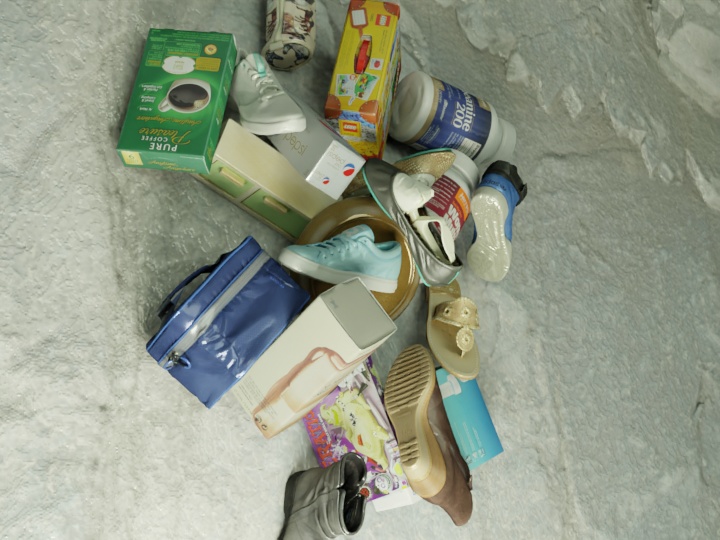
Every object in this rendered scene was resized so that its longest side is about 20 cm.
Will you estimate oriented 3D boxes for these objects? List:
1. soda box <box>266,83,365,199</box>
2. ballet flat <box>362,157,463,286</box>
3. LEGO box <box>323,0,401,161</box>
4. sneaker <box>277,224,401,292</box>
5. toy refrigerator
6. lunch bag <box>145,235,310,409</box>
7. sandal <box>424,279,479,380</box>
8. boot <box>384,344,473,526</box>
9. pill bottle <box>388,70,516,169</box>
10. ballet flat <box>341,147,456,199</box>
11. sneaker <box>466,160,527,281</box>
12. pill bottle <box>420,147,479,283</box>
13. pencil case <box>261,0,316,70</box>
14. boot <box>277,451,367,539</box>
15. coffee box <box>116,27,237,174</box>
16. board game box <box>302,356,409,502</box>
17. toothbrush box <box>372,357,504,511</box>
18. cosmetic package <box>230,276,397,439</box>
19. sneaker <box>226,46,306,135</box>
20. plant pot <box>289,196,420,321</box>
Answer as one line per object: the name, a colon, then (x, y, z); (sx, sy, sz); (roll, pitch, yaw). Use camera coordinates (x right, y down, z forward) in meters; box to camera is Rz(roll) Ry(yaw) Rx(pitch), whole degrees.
soda box: (-0.074, -0.178, 1.551); (0.063, 0.068, 0.200); (30, 13, -38)
ballet flat: (0.080, -0.074, 1.543); (0.202, 0.068, 0.068); (58, 41, -9)
LEGO box: (0.007, -0.268, 1.669); (0.076, 0.150, 0.203); (8, 62, 7)
sneaker: (-0.025, -0.025, 1.496); (0.198, 0.073, 0.083); (10, 96, -45)
toy refrigerator: (-0.128, -0.114, 1.560); (0.199, 0.076, 0.071); (34, 55, -24)
lunch bag: (-0.175, 0.062, 1.413); (0.132, 0.136, 0.200); (44, 48, -3)
sandal: (0.136, 0.058, 1.647); (0.076, 0.070, 0.213); (9, 37, -13)
boot: (0.096, 0.218, 1.504); (0.167, 0.071, 0.202); (50, 32, -45)
pill bottle: (0.147, -0.228, 1.795); (0.198, 0.110, 0.113); (18, 62, -32)
ballet flat: (0.047, -0.122, 1.648); (0.071, 0.197, 0.066); (57, 20, -66)
sneaker: (0.213, -0.081, 1.754); (0.112, 0.076, 0.202); (-59, 153, -34)
pill bottle: (0.103, -0.086, 1.708); (0.110, 0.109, 0.201); (44, 52, -16)
pencil case: (-0.105, -0.394, 1.681); (0.089, 0.077, 0.203); (34, 51, -54)
boot: (-0.048, 0.333, 1.414); (0.069, 0.131, 0.203); (14, 65, -33)
coffee box: (-0.239, -0.224, 1.497); (0.121, 0.044, 0.203); (4, 63, 6)
board game box: (-0.013, 0.205, 1.502); (0.032, 0.119, 0.203); (-14, 80, -64)
toothbrush box: (0.087, 0.227, 1.591); (0.198, 0.085, 0.148); (-21, 87, -42)
cosmetic package: (-0.060, 0.110, 1.426); (0.088, 0.200, 0.103); (51, 33, 10)
sneaker: (-0.134, -0.243, 1.524); (0.074, 0.200, 0.090); (-11, 120, -27)
plant pot: (0.000, 0.000, 1.574); (0.197, 0.027, 0.203); (-7, 108, -20)
